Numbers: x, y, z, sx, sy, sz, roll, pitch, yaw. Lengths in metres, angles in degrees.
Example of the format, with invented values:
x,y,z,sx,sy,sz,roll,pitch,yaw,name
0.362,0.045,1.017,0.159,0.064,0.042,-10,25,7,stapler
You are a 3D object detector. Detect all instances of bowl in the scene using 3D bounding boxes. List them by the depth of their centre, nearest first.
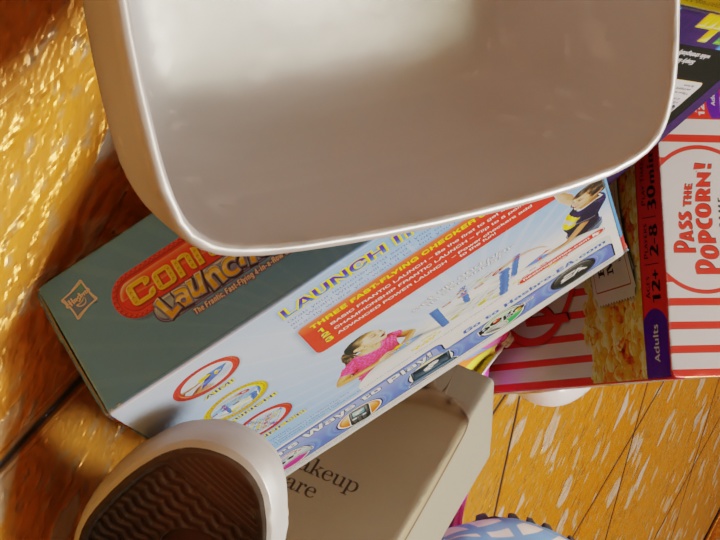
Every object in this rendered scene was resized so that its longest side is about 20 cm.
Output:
x,y,z,sx,sy,sz,roll,pitch,yaw,name
-0.001,-0.116,0.636,0.200,0.075,0.200,-13,108,-29,bowl

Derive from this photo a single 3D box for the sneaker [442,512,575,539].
x,y,z,sx,sy,sz,roll,pitch,yaw,name
0.034,0.171,1.091,0.200,0.073,0.072,3,126,-25,sneaker

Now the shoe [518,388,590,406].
x,y,z,sx,sy,sz,roll,pitch,yaw,name
0.154,0.001,1.451,0.200,0.071,0.091,-59,161,-46,shoe

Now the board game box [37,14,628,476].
x,y,z,sx,sy,sz,roll,pitch,yaw,name
0.000,0.000,0.805,0.200,0.056,0.196,-33,161,1,board game box

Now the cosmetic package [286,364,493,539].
x,y,z,sx,sy,sz,roll,pitch,yaw,name
-0.024,0.124,0.979,0.200,0.103,0.073,-58,160,-34,cosmetic package

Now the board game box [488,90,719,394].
x,y,z,sx,sy,sz,roll,pitch,yaw,name
0.120,-0.015,1.064,0.200,0.046,0.152,165,-77,-65,board game box

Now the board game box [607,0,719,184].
x,y,z,sx,sy,sz,roll,pitch,yaw,name
0.073,-0.080,0.894,0.165,0.057,0.200,-40,159,27,board game box

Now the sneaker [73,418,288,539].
x,y,z,sx,sy,sz,roll,pitch,yaw,name
-0.068,0.103,0.806,0.085,0.073,0.200,-62,179,-42,sneaker

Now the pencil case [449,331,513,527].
x,y,z,sx,sy,sz,roll,pitch,yaw,name
0.029,0.081,1.118,0.088,0.088,0.200,-49,157,-48,pencil case
